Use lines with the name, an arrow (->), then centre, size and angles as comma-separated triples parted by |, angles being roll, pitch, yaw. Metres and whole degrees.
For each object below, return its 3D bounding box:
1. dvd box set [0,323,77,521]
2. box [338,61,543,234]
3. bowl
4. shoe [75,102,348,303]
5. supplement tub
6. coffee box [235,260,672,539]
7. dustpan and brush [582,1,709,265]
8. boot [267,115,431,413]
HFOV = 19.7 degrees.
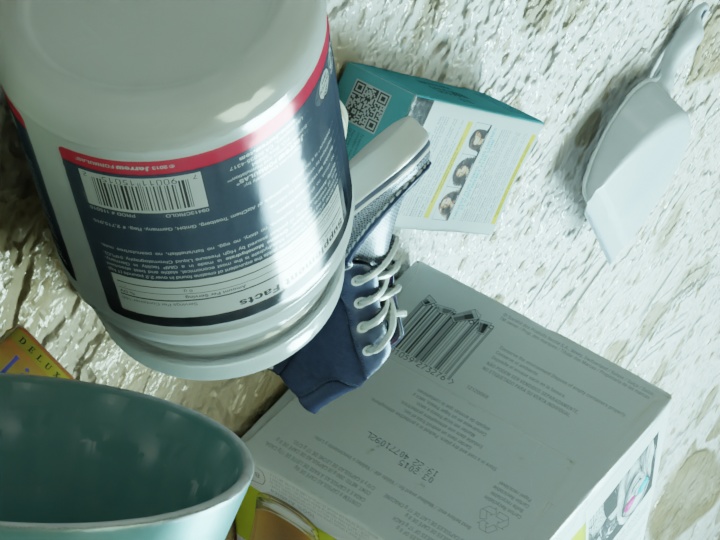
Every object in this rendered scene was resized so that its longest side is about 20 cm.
dvd box set -> -0.177, 0.145, 0.958 | 0.200, 0.146, 0.029 | -49, -167, -25
box -> 0.039, -0.070, 1.244 | 0.200, 0.049, 0.082 | 3, 114, -64
bowl -> -0.150, 0.119, 0.868 | 0.201, 0.201, 0.105 | -16, 116, -58
shoe -> -0.063, -0.030, 1.079 | 0.200, 0.053, 0.070 | -41, 150, -37
supplement tub -> -0.076, -0.056, 0.917 | 0.140, 0.140, 0.200 | -49, 154, -25
coffee box -> 0.057, 0.157, 1.347 | 0.200, 0.200, 0.198 | -45, 152, -32
dustpan and brush -> 0.220, -0.115, 1.569 | 0.200, 0.057, 0.140 | -51, 157, -5
boot -> 0.000, 0.000, 1.091 | 0.073, 0.090, 0.200 | -46, -177, -39
